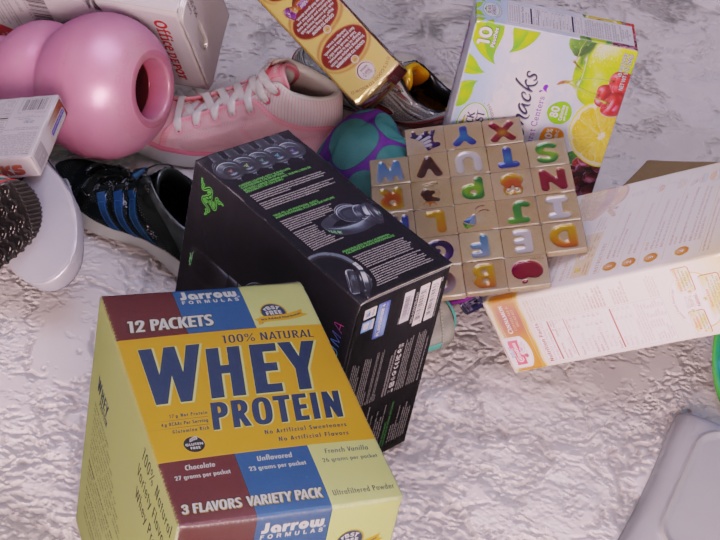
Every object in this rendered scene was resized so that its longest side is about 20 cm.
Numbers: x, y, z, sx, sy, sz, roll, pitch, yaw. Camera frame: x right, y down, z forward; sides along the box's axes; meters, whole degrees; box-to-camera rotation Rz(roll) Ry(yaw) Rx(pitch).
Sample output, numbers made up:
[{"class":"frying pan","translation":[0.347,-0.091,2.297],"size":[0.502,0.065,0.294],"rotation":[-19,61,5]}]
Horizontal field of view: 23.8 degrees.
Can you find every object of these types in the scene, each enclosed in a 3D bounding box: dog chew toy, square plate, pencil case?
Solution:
[{"class":"dog chew toy","translation":[-0.261,-0.161,1.465],"size":[0.199,0.125,0.125],"rotation":[6,32,26]},{"class":"square plate","translation":[0.302,0.193,1.258],"size":[0.197,0.029,0.200],"rotation":[23,39,13]},{"class":"pencil case","translation":[0.043,-0.055,1.451],"size":[0.092,0.086,0.200],"rotation":[-15,45,-29]}]

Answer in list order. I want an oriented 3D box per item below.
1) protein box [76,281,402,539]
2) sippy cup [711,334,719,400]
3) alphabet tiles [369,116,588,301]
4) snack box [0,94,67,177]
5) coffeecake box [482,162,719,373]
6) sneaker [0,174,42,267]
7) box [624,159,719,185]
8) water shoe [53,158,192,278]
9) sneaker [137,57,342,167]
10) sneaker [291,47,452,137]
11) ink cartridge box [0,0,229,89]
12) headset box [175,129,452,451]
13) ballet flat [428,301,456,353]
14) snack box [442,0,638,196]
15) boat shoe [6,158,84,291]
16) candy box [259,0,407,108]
[{"class":"protein box","translation":[-0.084,0.148,1.056],"size":[0.134,0.201,0.199],"rotation":[-4,40,-21]},{"class":"sippy cup","translation":[0.372,0.070,1.363],"size":[0.129,0.139,0.179],"rotation":[8,77,-23]},{"class":"alphabet tiles","translation":[0.092,-0.053,1.379],"size":[0.165,0.006,0.201],"rotation":[-6,45,2]},{"class":"snack box","translation":[-0.337,-0.103,1.373],"size":[0.199,0.024,0.072],"rotation":[-3,48,19]},{"class":"coffeecake box","translation":[0.217,-0.005,1.366],"size":[0.199,0.073,0.154],"rotation":[-13,27,29]},{"class":"sneaker","translation":[-0.338,-0.010,1.283],"size":[0.199,0.071,0.093],"rotation":[-37,34,-19]},{"class":"box","translation":[0.317,-0.059,1.520],"size":[0.199,0.021,0.163],"rotation":[3,27,34]},{"class":"water shoe","translation":[-0.170,-0.060,1.398],"size":[0.199,0.079,0.071],"rotation":[28,39,19]},{"class":"sneaker","translation":[-0.109,-0.145,1.508],"size":[0.199,0.105,0.076],"rotation":[8,39,-4]},{"class":"sneaker","translation":[0.027,-0.169,1.595],"size":[0.199,0.083,0.078],"rotation":[24,38,15]},{"class":"ink cartridge box","translation":[-0.229,-0.243,1.527],"size":[0.199,0.147,0.083],"rotation":[11,71,10]},{"class":"headset box","translation":[-0.047,0.020,1.253],"size":[0.092,0.175,0.200],"rotation":[-21,50,-38]},{"class":"ballet flat","translation":[0.000,0.000,1.386],"size":[0.063,0.068,0.200],"rotation":[-24,49,-25]},{"class":"snack box","translation":[0.145,-0.131,1.483],"size":[0.141,0.201,0.053],"rotation":[10,37,-3]},{"class":"boat shoe","translation":[-0.258,-0.046,1.364],"size":[0.072,0.068,0.200],"rotation":[-37,48,0]},{"class":"candy box","translation":[-0.047,-0.231,1.492],"size":[0.200,0.056,0.117],"rotation":[46,6,2]}]
